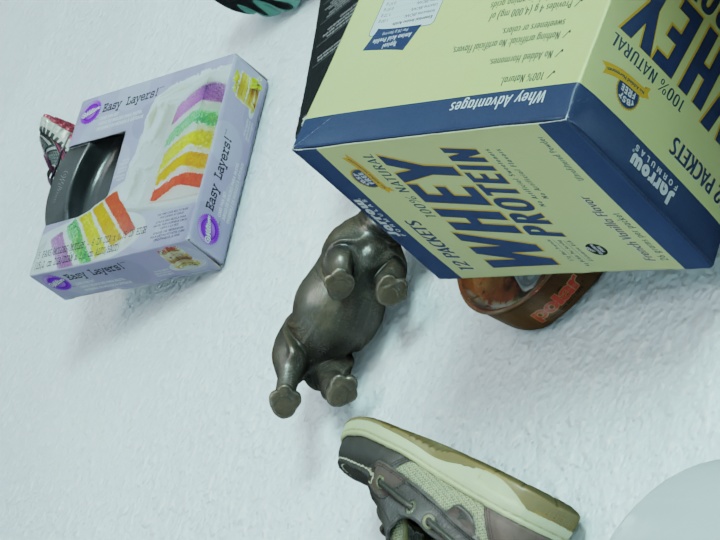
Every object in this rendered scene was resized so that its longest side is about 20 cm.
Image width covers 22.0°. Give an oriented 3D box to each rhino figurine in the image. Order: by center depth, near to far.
[{"bbox_3d":[0.000,0.000,1.193,0.200,0.060,0.087,-62,11,14],"label":"rhino figurine"}]

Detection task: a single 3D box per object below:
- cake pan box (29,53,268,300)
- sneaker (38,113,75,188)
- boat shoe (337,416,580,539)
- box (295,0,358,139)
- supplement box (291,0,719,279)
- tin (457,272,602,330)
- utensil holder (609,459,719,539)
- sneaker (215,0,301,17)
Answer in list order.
[{"bbox_3d":[-0.179,-0.076,1.554,0.200,0.052,0.185,-10,54,39],"label":"cake pan box"},{"bbox_3d":[-0.266,-0.092,1.735,0.075,0.080,0.200,-61,28,7],"label":"sneaker"},{"bbox_3d":[0.039,0.131,1.016,0.201,0.072,0.066,13,72,58],"label":"boat shoe"},{"bbox_3d":[0.050,-0.169,1.255,0.200,0.079,0.141,-31,38,45],"label":"box"},{"bbox_3d":[0.104,-0.116,0.993,0.200,0.134,0.200,-3,57,47],"label":"supplement box"},{"bbox_3d":[0.100,-0.050,1.107,0.112,0.042,0.200,-50,30,32],"label":"tin"},{"bbox_3d":[0.192,0.148,0.633,0.200,0.170,0.170,-7,60,61],"label":"utensil holder"},{"bbox_3d":[-0.050,-0.299,1.560,0.200,0.078,0.140,-11,55,46],"label":"sneaker"}]
